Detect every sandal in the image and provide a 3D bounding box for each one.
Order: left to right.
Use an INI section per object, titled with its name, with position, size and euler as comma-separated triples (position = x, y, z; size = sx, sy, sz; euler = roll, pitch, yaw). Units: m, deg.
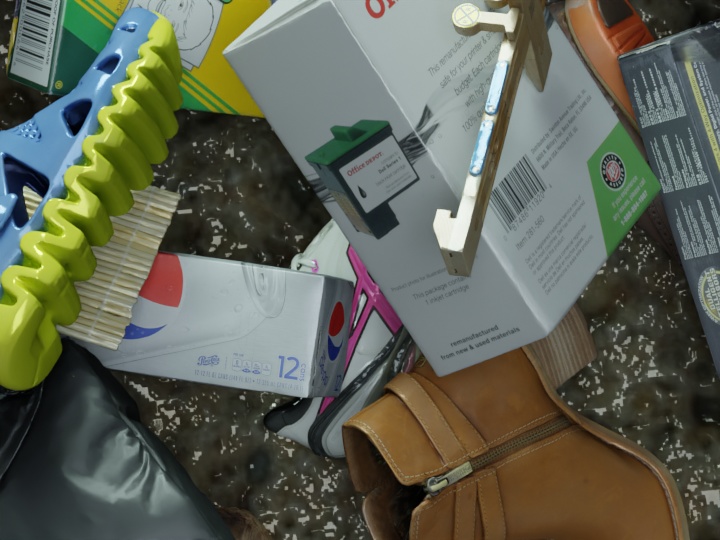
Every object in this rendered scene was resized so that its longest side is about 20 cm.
[sandal]
position = -0.152, -0.046, 1.352
size = 0.087, 0.080, 0.201
euler = 22, 67, 17

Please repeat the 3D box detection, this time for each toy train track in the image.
[toy train track]
position = 0.057, -0.091, 1.332
size = 0.032, 0.115, 0.201
euler = 6, 62, 16

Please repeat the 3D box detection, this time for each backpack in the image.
[backpack]
position = -0.170, 0.153, 1.385
size = 0.200, 0.127, 0.167
euler = -40, 66, 0

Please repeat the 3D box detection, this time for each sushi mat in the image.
[sushi mat]
position = -0.197, -0.030, 1.410
size = 0.199, 0.012, 0.096
euler = 18, 63, 1

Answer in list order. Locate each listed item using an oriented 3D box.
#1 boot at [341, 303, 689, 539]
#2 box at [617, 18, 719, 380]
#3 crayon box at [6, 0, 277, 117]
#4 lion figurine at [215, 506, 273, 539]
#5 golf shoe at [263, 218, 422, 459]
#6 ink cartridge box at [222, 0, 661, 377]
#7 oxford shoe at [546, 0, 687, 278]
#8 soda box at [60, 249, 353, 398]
[boot]
position = 0.082, 0.121, 1.457
size = 0.155, 0.076, 0.201
euler = -34, 110, -35
[box]
position = 0.233, -0.042, 1.488
size = 0.161, 0.049, 0.201
euler = -22, 95, -37
[crayon box]
position = -0.079, -0.183, 1.438
size = 0.172, 0.058, 0.201
euler = 4, 101, -33
[lion figurine]
position = -0.149, 0.136, 1.475
size = 0.200, 0.072, 0.123
euler = 36, 97, -10
[golf shoe]
position = 0.000, 0.000, 1.490
size = 0.091, 0.073, 0.201
euler = 8, 90, -4
[ink cartridge box]
position = 0.043, -0.074, 1.403
size = 0.201, 0.084, 0.146
euler = 56, 42, -12
[oxford shoe]
position = 0.148, -0.057, 1.517
size = 0.073, 0.071, 0.201
euler = -25, 102, 28
[soda box]
position = -0.108, 0.021, 1.453
size = 0.199, 0.068, 0.064
euler = 8, 90, 14
